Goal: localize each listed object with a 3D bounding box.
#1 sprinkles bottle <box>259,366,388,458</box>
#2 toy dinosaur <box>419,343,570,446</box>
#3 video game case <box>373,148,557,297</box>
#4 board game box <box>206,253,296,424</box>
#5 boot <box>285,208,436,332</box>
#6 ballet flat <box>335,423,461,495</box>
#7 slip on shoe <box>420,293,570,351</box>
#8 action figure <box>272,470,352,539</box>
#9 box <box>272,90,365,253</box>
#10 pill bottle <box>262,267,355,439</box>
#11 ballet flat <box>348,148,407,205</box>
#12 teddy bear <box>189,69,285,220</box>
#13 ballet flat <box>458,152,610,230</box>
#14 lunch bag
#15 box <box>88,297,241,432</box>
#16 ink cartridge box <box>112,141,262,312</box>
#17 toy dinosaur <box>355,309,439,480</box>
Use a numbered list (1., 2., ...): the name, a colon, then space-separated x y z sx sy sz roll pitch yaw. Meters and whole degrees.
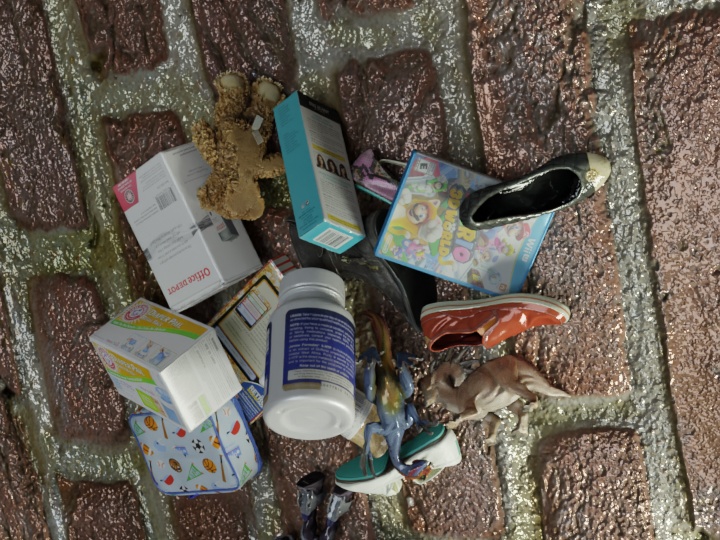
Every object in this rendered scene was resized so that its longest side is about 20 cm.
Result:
1. sprinkles bottle: -0.041 0.177 1.744 0.199 0.068 0.069 34 116 -6
2. toy dinosaur: 0.168 0.147 1.669 0.197 0.086 0.137 -16 52 8
3. video game case: 0.132 -0.054 1.607 0.197 0.018 0.145 18 108 -12
4. board game box: -0.133 0.098 1.813 0.200 0.046 0.152 -42 83 27
5. boot: 0.000 0.000 1.719 0.173 0.069 0.202 -8 116 41
6. ballet flat: 0.054 0.276 1.763 0.198 0.069 0.070 -27 91 27
7. slip on shoe: 0.172 0.070 1.634 0.197 0.074 0.062 -7 65 19
8. action figure: -0.066 0.391 1.842 0.128 0.069 0.203 16 112 16
9. box: -0.055 -0.128 1.648 0.049 0.082 0.202 -31 57 31
10. pill bottle: -0.065 0.104 1.653 0.118 0.120 0.202 -19 53 28
11. ballet flat: 0.074 -0.096 1.663 0.199 0.069 0.072 34 95 15
12. teddy bear: -0.163 -0.170 1.725 0.067 0.143 0.203 7 105 60
13. ballet flat: 0.216 -0.090 1.562 0.198 0.057 0.067 -21 108 -1
14. lunch bag: -0.243 0.256 1.870 0.198 0.075 0.162 -10 109 40
15. box: -0.278 0.129 1.800 0.199 0.101 0.114 17 137 48
16. ink cartridge box: -0.242 -0.060 1.785 0.145 0.084 0.202 -25 90 47
17. toy dinosaur: 0.055 0.183 1.687 0.103 0.201 0.183 -3 130 7
